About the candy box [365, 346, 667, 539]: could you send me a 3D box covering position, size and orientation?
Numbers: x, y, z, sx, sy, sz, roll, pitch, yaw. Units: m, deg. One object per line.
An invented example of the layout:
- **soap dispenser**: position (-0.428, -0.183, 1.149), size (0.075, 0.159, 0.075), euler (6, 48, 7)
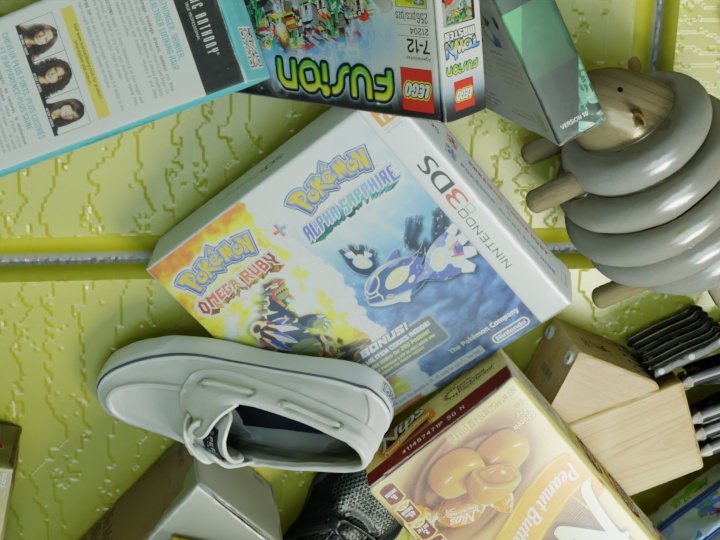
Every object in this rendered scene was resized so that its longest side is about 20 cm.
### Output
- **candy box**: position (0.108, 0.160, 0.889), size (0.115, 0.055, 0.200), euler (-39, 107, 9)

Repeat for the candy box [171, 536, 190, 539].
- **candy box**: position (-0.060, 0.223, 0.779), size (0.102, 0.200, 0.027), euler (16, 111, -14)

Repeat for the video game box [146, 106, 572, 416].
- **video game box**: position (0.000, 0.000, 0.863), size (0.200, 0.047, 0.182), euler (-35, 109, 22)

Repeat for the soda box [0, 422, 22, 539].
- **soda box**: position (-0.273, 0.198, 0.908), size (0.067, 0.064, 0.201), euler (11, 108, -12)

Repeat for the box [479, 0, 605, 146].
- **box**: position (0.061, -0.176, 0.785), size (0.036, 0.144, 0.200), euler (-31, 111, -4)

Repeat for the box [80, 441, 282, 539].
- **box**: position (-0.147, 0.209, 0.916), size (0.078, 0.095, 0.200), euler (41, 97, -19)

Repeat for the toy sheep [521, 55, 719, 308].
- **toy sheep**: position (0.185, -0.047, 0.862), size (0.138, 0.138, 0.200), euler (-37, 124, 5)

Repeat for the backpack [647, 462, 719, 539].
- **backpack**: position (0.257, 0.223, 0.968), size (0.199, 0.154, 0.163), euler (-26, 118, 16)

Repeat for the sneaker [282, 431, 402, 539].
- **sneaker**: position (-0.021, 0.202, 0.923), size (0.076, 0.114, 0.199), euler (41, 97, -21)

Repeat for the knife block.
- **knife block**: position (0.191, 0.114, 0.948), size (0.175, 0.064, 0.201), euler (23, 104, -14)

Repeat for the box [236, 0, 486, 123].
- **box**: position (-0.019, -0.148, 0.764), size (0.035, 0.199, 0.111), euler (-23, 116, -40)

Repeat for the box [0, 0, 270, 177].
- **box**: position (-0.159, -0.114, 0.788), size (0.199, 0.049, 0.083), euler (-17, 96, 15)

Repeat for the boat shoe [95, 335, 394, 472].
- **boat shoe**: position (-0.081, 0.088, 0.862), size (0.199, 0.065, 0.074), euler (0, 128, 19)
